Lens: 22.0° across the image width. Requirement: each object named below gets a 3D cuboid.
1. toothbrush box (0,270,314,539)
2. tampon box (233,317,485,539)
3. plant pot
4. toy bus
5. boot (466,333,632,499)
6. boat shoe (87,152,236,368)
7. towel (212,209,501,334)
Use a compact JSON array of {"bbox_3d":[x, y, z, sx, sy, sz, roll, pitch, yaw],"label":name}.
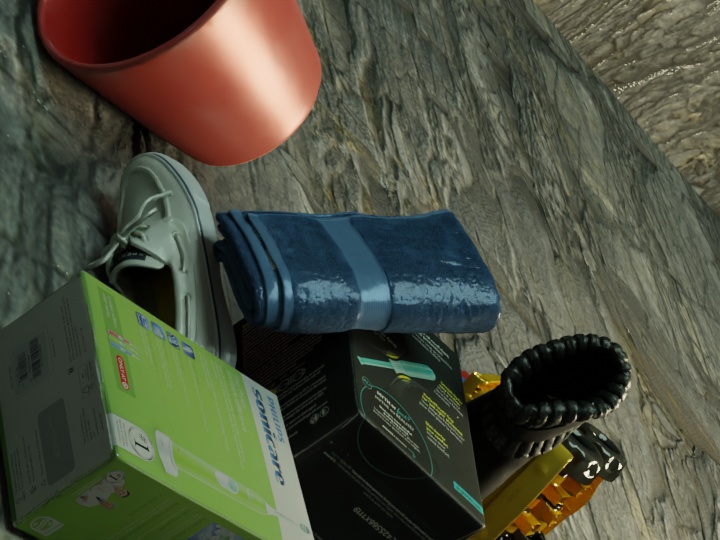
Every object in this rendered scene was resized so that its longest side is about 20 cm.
[{"bbox_3d":[-0.126,0.115,1.148,0.200,0.086,0.146,36,27,-44],"label":"toothbrush box"},{"bbox_3d":[-0.009,0.115,1.370,0.150,0.126,0.200,44,22,-28],"label":"tampon box"},{"bbox_3d":[-0.132,-0.191,1.504,0.177,0.200,0.201,49,18,-48],"label":"plant pot"},{"bbox_3d":[0.117,0.153,1.649,0.192,0.136,0.200,45,12,20],"label":"toy bus"},{"bbox_3d":[0.107,0.126,1.451,0.080,0.211,0.158,53,-10,5],"label":"boot"},{"bbox_3d":[-0.153,-0.005,1.321,0.086,0.075,0.202,19,47,-47],"label":"boat shoe"},{"bbox_3d":[0.000,0.000,1.329,0.199,0.049,0.112,2,38,-29],"label":"towel"}]
